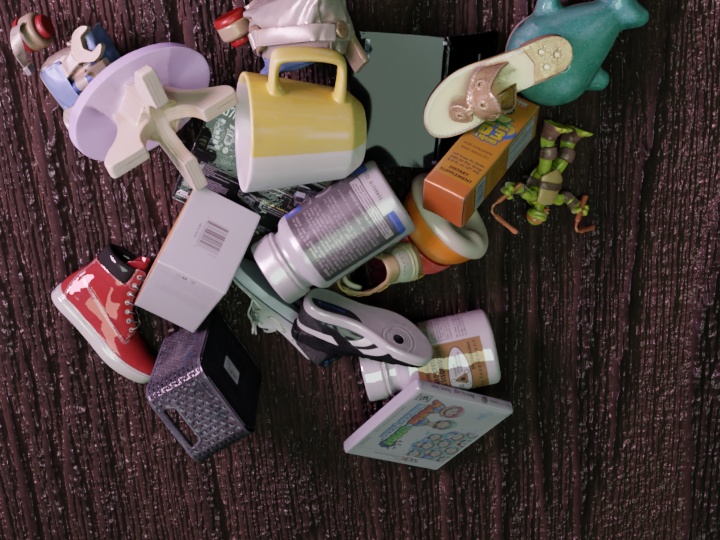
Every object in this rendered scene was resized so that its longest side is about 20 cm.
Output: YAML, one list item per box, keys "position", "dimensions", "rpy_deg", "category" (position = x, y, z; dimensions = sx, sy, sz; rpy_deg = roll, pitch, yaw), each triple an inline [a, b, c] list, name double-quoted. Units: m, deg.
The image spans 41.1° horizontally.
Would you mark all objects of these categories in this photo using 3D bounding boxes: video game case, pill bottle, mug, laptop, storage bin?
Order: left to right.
- position: [-0.222, 0.163, 1.396]
  dimensions: [0.094, 0.200, 0.135]
  rpy_deg: [-30, 110, 9]
  category: "storage bin"
- position: [-0.071, -0.177, 1.202]
  dimensions: [0.153, 0.187, 0.150]
  rpy_deg: [-1, 81, -14]
  category: "mug"
- position: [-0.038, -0.048, 1.279]
  dimensions: [0.200, 0.114, 0.114]
  rpy_deg: [-33, 109, 4]
  category: "pill bottle"
- position: [0.087, -0.238, 1.310]
  dimensions: [0.103, 0.200, 0.178]
  rpy_deg: [20, 117, 34]
  category: "laptop"
- position: [0.102, 0.239, 1.466]
  dimensions: [0.182, 0.024, 0.200]
  rpy_deg: [17, 135, -30]
  category: "video game case"
- position: [0.102, 0.133, 1.445]
  dimensions: [0.200, 0.114, 0.115]
  rpy_deg: [-12, 111, 3]
  category: "pill bottle"

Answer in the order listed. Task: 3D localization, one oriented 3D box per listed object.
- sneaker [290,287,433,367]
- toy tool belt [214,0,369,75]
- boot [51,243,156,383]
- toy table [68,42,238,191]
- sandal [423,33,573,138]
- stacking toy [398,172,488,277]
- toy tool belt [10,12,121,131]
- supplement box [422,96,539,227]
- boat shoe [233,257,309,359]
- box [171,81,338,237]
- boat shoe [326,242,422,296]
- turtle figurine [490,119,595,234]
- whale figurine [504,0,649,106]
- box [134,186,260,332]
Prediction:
- position: [-0.003, 0.106, 1.390]
  dimensions: [0.200, 0.073, 0.112]
  rpy_deg: [26, 131, -4]
  category: "sneaker"
- position: [-0.089, -0.292, 1.234]
  dimensions: [0.200, 0.125, 0.123]
  rpy_deg: [-7, 122, 39]
  category: "toy tool belt"
- position: [-0.337, 0.062, 1.424]
  dimensions: [0.144, 0.072, 0.200]
  rpy_deg: [-37, 105, 10]
  category: "boot"
- position: [-0.254, -0.195, 1.204]
  dimensions: [0.200, 0.117, 0.184]
  rpy_deg: [-44, 139, -9]
  category: "toy table"
- position: [0.174, -0.232, 1.219]
  dimensions: [0.211, 0.070, 0.078]
  rpy_deg: [-28, 109, 10]
  category: "sandal"
- position: [0.071, -0.031, 1.387]
  dimensions: [0.146, 0.146, 0.200]
  rpy_deg: [41, 120, -16]
  category: "stacking toy"
- position: [-0.347, -0.265, 1.259]
  dimensions: [0.123, 0.125, 0.200]
  rpy_deg: [-21, 120, 20]
  category: "toy tool belt"
- position: [0.163, -0.154, 1.295]
  dimensions: [0.066, 0.200, 0.069]
  rpy_deg: [28, 149, 21]
  category: "supplement box"
- position: [-0.134, 0.067, 1.437]
  dimensions: [0.086, 0.075, 0.202]
  rpy_deg: [-42, 117, 16]
  category: "boat shoe"
- position: [-0.138, -0.143, 1.341]
  dimensions: [0.200, 0.086, 0.164]
  rpy_deg: [23, 108, -11]
  category: "box"
- position: [0.000, 0.000, 1.358]
  dimensions: [0.066, 0.200, 0.074]
  rpy_deg: [-14, 88, -39]
  category: "boat shoe"
- position: [0.276, -0.129, 1.378]
  dimensions: [0.200, 0.064, 0.162]
  rpy_deg: [8, 109, -29]
  category: "turtle figurine"
- position: [0.291, -0.305, 1.286]
  dimensions: [0.200, 0.104, 0.159]
  rpy_deg: [-33, 109, 12]
  category: "whale figurine"
- position: [-0.226, -0.012, 1.314]
  dimensions: [0.097, 0.200, 0.125]
  rpy_deg: [27, 64, -11]
  category: "box"
